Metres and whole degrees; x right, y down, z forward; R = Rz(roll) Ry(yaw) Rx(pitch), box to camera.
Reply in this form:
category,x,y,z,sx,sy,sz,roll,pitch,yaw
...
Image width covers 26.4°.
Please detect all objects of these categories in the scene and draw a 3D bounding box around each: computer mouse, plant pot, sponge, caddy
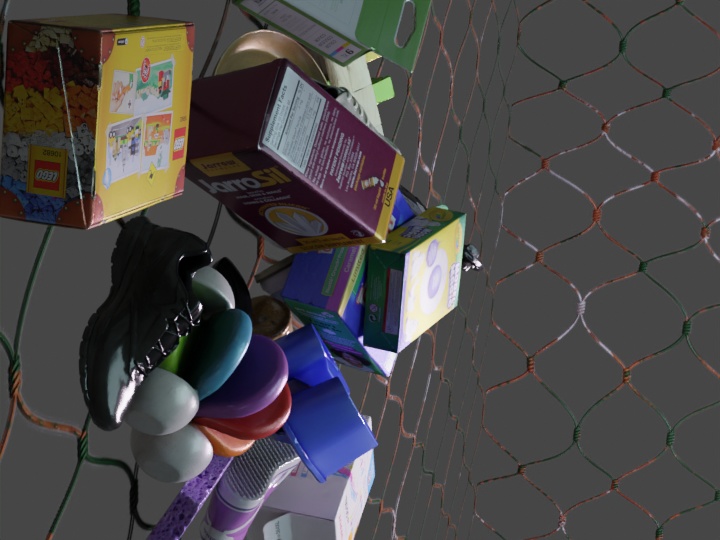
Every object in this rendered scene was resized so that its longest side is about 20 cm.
category,x,y,z,sx,sy,sz,roll,pitch,yaw
computer mouse,-0.144,0.094,1.686,0.140,0.046,0.201,54,46,-71
plant pot,-0.096,-0.151,1.614,0.200,0.027,0.201,10,77,-49
sponge,-0.169,0.224,1.589,0.112,0.030,0.200,-55,180,26
caddy,-0.061,0.146,1.639,0.142,0.105,0.200,60,-2,25

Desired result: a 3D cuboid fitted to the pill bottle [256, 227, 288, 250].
category,x,y,z,sx,sy,sz,roll,pitch,yaw
pill bottle,-0.064,-0.079,1.774,0.200,0.111,0.113,-16,114,-76

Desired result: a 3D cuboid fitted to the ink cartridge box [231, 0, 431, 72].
category,x,y,z,sx,sy,sz,roll,pitch,yaw
ink cartridge box,-0.029,-0.288,1.628,0.059,0.199,0.104,-25,-135,55

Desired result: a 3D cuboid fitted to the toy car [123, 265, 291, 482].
category,x,y,z,sx,sy,sz,roll,pitch,yaw
toy car,-0.140,0.104,1.478,0.200,0.149,0.176,83,21,-50

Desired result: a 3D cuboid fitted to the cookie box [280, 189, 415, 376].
category,x,y,z,sx,sy,sz,roll,pitch,yaw
cookie box,0.000,0.000,1.689,0.200,0.075,0.172,53,53,-61

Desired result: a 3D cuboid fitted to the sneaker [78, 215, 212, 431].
category,x,y,z,sx,sy,sz,roll,pitch,yaw
sneaker,-0.190,0.048,1.365,0.076,0.090,0.201,68,34,-69

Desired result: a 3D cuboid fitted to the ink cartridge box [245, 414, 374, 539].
category,x,y,z,sx,sy,sz,roll,pitch,yaw
ink cartridge box,-0.067,0.290,1.964,0.129,0.125,0.200,86,18,-44

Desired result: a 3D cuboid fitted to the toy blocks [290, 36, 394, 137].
category,x,y,z,sx,sy,sz,roll,pitch,yaw
toy blocks,-0.041,-0.221,1.771,0.100,0.137,0.201,-26,120,-20

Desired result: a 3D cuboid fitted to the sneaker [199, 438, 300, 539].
category,x,y,z,sx,sy,sz,roll,pitch,yaw
sneaker,-0.131,0.250,1.782,0.200,0.072,0.115,-41,159,-59

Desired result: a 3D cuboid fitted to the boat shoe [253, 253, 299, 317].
category,x,y,z,sx,sy,sz,roll,pitch,yaw
boat shoe,-0.057,0.016,1.742,0.069,0.074,0.200,67,19,5

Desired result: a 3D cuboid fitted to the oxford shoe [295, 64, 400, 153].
category,x,y,z,sx,sy,sz,roll,pitch,yaw
oxford shoe,-0.019,-0.161,1.625,0.200,0.075,0.058,25,107,-44

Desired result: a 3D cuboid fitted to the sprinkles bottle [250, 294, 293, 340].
category,x,y,z,sx,sy,sz,roll,pitch,yaw
sprinkles bottle,-0.104,0.117,1.826,0.200,0.068,0.068,82,21,-49

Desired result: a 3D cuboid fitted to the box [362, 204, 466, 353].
category,x,y,z,sx,sy,sz,roll,pitch,yaw
box,0.066,0.005,1.690,0.200,0.048,0.118,-37,135,-61

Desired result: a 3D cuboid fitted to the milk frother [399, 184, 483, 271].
category,x,y,z,sx,sy,sz,roll,pitch,yaw
milk frother,0.035,0.002,1.955,0.188,0.200,0.181,-45,-163,13

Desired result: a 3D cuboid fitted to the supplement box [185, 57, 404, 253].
category,x,y,z,sx,sy,sz,roll,pitch,yaw
supplement box,-0.070,-0.108,1.517,0.200,0.130,0.104,36,60,-41

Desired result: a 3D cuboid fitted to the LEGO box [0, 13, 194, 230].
category,x,y,z,sx,sy,sz,roll,pitch,yaw
LEGO box,-0.204,-0.124,1.218,0.200,0.077,0.150,-35,133,-72
